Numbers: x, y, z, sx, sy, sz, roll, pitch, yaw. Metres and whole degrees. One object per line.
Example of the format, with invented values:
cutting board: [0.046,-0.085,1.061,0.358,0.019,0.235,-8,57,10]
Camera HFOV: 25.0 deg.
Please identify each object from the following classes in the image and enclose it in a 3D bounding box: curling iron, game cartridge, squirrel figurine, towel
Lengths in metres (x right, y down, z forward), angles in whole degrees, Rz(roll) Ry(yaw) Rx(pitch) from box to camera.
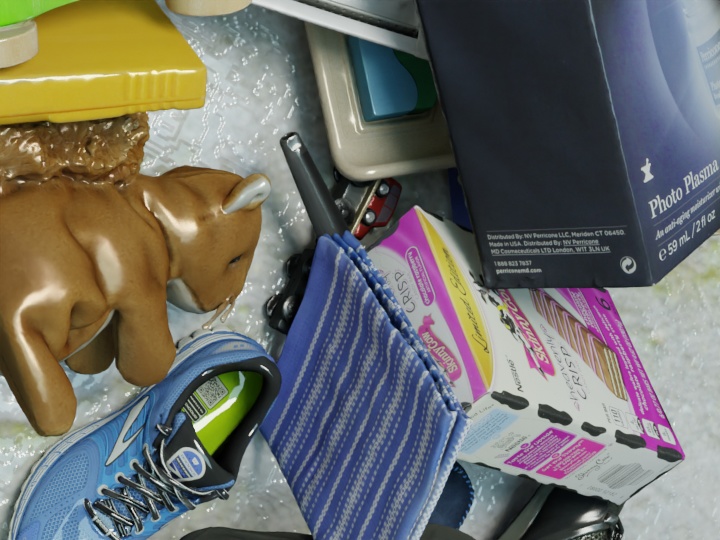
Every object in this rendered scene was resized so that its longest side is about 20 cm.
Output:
curling iron: [0.000,0.000,0.991,0.201,0.025,0.050,58,44,-26]
game cartridge: [-0.200,-0.123,0.844,0.198,0.177,0.033,-6,123,-24]
squirrel figurine: [-0.143,-0.034,0.895,0.185,0.141,0.202,-23,105,-29]
towel: [-0.008,0.083,0.903,0.024,0.200,0.146,11,115,-26]

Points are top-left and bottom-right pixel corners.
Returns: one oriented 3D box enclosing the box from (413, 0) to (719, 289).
box: [0.145,-0.118,0.931,0.199,0.122,0.200,-34,114,-44]

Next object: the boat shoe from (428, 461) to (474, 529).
boat shoe: [0.007,0.201,1.012,0.084,0.068,0.200,46,74,-20]

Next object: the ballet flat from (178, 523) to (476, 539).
ballet flat: [-0.014,0.185,0.933,0.197,0.068,0.069,1,100,-12]

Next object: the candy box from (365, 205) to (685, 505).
candy box: [0.098,0.055,0.982,0.199,0.061,0.137,20,39,-43]

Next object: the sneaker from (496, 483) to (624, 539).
sneaker: [0.147,0.194,1.047,0.200,0.114,0.076,-48,149,-15]

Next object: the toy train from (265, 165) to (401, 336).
toy train: [0.002,-0.046,1.016,0.046,0.034,0.202,30,80,-25]

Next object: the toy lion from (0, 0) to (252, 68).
toy lion: [-0.181,-0.170,0.841,0.198,0.191,0.069,-19,121,-31]

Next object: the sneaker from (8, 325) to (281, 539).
sneaker: [-0.122,0.111,0.934,0.200,0.089,0.079,-48,109,-16]

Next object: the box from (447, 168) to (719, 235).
box: [0.151,-0.071,1.087,0.198,0.032,0.123,-9,97,-24]

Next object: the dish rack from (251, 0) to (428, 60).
dish rack: [-0.002,-0.215,0.950,0.198,0.043,0.174,14,78,-20]

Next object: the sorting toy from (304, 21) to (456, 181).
sorting toy: [0.051,-0.164,1.005,0.183,0.036,0.202,-10,82,-24]
